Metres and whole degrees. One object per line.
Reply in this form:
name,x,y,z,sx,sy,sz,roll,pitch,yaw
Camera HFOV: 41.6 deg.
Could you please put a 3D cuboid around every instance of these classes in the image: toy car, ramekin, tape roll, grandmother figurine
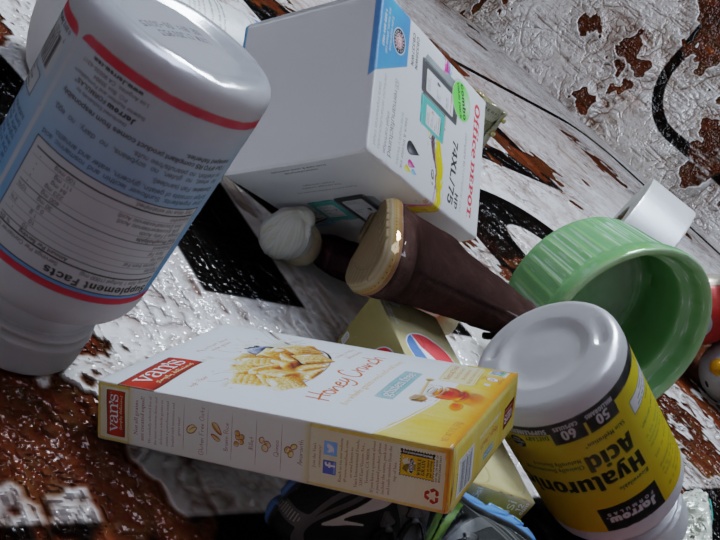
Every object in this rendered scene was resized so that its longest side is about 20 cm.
toy car,0.509,0.116,1.332,0.176,0.184,0.201,17,57,-42
ramekin,0.238,0.045,0.948,0.199,0.200,0.098,23,17,-33
tape roll,0.340,-0.019,1.231,0.071,0.203,0.202,40,21,5
grandmother figurine,0.000,0.000,0.851,0.199,0.061,0.121,25,-3,-24

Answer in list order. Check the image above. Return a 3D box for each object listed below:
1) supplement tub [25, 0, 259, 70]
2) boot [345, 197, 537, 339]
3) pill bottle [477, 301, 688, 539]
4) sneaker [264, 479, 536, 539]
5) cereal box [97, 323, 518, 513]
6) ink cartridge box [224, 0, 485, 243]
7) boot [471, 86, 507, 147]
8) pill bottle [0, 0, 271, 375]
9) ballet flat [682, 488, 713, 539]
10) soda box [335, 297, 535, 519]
supplement tub,-0.180,-0.197,0.858,0.200,0.132,0.132,19,27,-41
boot,0.076,0.010,0.732,0.166,0.073,0.200,29,9,-4
pill bottle,0.174,0.129,0.707,0.200,0.111,0.111,56,10,-30
sneaker,0.038,0.162,0.546,0.199,0.071,0.083,29,20,-25
cereal box,-0.024,0.074,0.533,0.199,0.040,0.144,8,12,20
ink cartridge box,0.003,-0.120,0.846,0.200,0.145,0.147,31,60,-53
boot,0.127,-0.147,1.212,0.072,0.155,0.200,30,22,-18
pill bottle,-0.142,-0.044,0.501,0.109,0.200,0.109,32,22,-14
ballet flat,0.254,0.229,0.768,0.072,0.072,0.200,39,21,3
soda box,0.046,0.106,0.684,0.068,0.064,0.200,24,24,-32
